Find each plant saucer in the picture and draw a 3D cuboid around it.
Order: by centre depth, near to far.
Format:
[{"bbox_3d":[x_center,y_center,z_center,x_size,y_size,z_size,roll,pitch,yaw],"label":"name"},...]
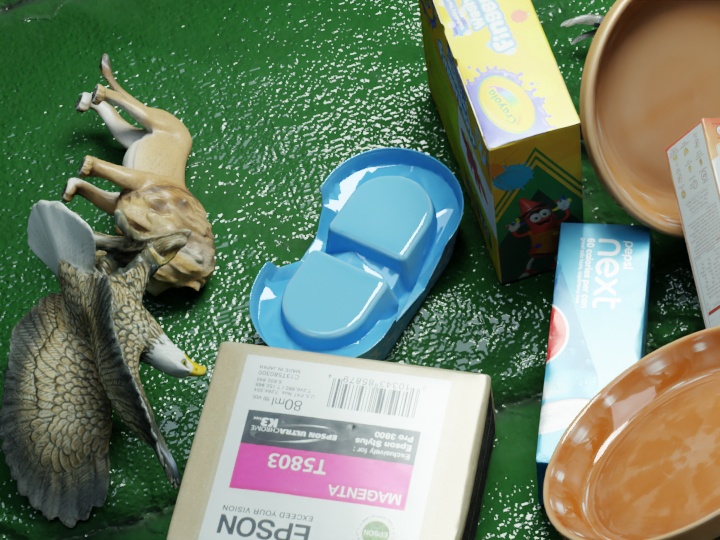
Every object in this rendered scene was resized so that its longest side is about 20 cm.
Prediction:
[{"bbox_3d":[0.209,0.111,1.375,0.200,0.032,0.201,-30,26,16],"label":"plant saucer"},{"bbox_3d":[0.240,-0.124,1.551,0.200,0.201,0.037,-35,20,-16],"label":"plant saucer"}]

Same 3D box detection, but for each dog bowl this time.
[{"bbox_3d":[0.000,0.000,1.601,0.111,0.050,0.200,24,61,21],"label":"dog bowl"}]

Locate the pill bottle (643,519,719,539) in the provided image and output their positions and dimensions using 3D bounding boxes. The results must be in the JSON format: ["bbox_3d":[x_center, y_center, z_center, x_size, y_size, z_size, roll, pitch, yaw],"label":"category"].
[{"bbox_3d":[0.243,0.193,1.361,0.199,0.114,0.115,-24,51,24],"label":"pill bottle"}]

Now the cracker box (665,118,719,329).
[{"bbox_3d":[0.300,-0.004,1.497,0.133,0.058,0.201,-2,71,-25],"label":"cracker box"}]

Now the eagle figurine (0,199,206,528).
[{"bbox_3d":[-0.176,0.060,1.519,0.150,0.152,0.201,10,59,8],"label":"eagle figurine"}]

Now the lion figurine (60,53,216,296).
[{"bbox_3d":[-0.160,-0.077,1.660,0.122,0.073,0.201,21,47,-19],"label":"lion figurine"}]

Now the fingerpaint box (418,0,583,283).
[{"bbox_3d":[0.104,-0.123,1.599,0.073,0.167,0.201,-16,54,-3],"label":"fingerpaint box"}]

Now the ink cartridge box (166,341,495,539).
[{"bbox_3d":[-0.017,0.145,1.489,0.199,0.075,0.166,6,56,10],"label":"ink cartridge box"}]

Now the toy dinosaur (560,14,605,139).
[{"bbox_3d":[0.221,-0.179,1.670,0.200,0.105,0.182,37,72,-1],"label":"toy dinosaur"}]

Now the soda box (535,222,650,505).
[{"bbox_3d":[0.165,0.066,1.524,0.067,0.064,0.201,3,56,10],"label":"soda box"}]
